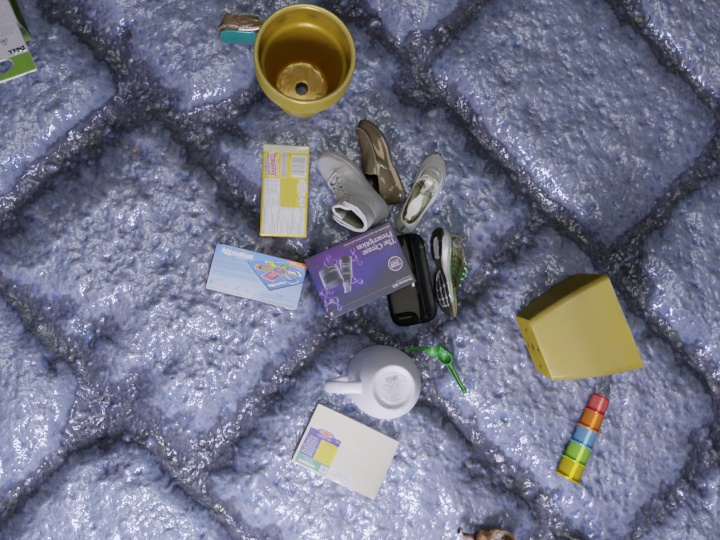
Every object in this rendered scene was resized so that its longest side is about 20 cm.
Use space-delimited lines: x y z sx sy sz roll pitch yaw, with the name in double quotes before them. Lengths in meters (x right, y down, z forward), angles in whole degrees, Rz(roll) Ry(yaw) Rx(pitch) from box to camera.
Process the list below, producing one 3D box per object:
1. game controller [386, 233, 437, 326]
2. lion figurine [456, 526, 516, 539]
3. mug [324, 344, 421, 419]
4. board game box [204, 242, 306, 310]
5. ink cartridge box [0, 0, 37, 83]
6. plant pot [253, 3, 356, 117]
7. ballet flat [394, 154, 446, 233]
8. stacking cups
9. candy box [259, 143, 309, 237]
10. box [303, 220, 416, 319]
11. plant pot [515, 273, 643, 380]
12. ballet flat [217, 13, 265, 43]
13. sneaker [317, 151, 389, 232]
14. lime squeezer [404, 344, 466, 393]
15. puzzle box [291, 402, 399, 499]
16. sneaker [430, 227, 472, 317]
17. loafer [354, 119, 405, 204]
"game controller" 0.104 0.021 1.285 0.104 0.042 0.202 -11 87 6
"lion figurine" 0.244 0.632 1.247 0.122 0.072 0.201 29 97 -18
"mug" 0.025 0.231 1.183 0.198 0.175 0.149 -1 86 -8
"board game box" -0.222 0.013 1.244 0.199 0.019 0.104 14 85 -7
"ink cartridge box" -0.751 -0.461 1.177 0.147 0.076 0.201 -23 91 -10
"plant pot" -0.118 -0.410 1.204 0.199 0.189 0.202 1 85 -8
"ballet flat" 0.140 -0.173 1.285 0.069 0.069 0.201 30 82 -5
"stacking cups" 0.506 0.376 1.305 0.060 0.061 0.201 31 79 -5
"candy box" -0.164 -0.173 1.262 0.101 0.026 0.202 2 85 -5
"box" 0.000 0.000 1.231 0.199 0.079 0.142 -24 91 1
"plant pot" 0.451 0.132 1.253 0.175 0.200 0.201 -22 89 3
"ballet flat" -0.208 -0.527 1.265 0.198 0.071 0.066 5 71 -11
"sneaker" -0.036 -0.167 1.225 0.200 0.074 0.115 45 37 6
"lime squeezer" 0.164 0.192 1.259 0.200 0.038 0.071 38 59 -29
"puzzle box" -0.032 0.384 1.240 0.199 0.025 0.134 27 83 -5
"sneaker" 0.212 0.003 1.283 0.088 0.077 0.202 -3 88 -17
"loafer" 0.033 -0.233 1.269 0.067 0.076 0.201 -26 90 -15
